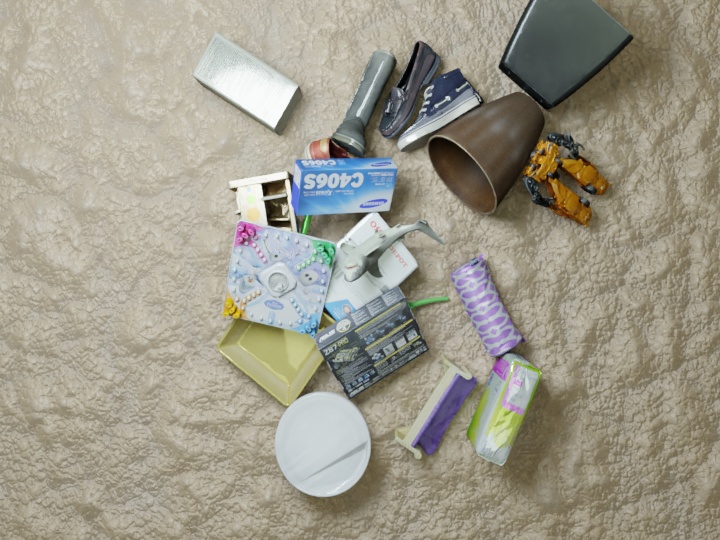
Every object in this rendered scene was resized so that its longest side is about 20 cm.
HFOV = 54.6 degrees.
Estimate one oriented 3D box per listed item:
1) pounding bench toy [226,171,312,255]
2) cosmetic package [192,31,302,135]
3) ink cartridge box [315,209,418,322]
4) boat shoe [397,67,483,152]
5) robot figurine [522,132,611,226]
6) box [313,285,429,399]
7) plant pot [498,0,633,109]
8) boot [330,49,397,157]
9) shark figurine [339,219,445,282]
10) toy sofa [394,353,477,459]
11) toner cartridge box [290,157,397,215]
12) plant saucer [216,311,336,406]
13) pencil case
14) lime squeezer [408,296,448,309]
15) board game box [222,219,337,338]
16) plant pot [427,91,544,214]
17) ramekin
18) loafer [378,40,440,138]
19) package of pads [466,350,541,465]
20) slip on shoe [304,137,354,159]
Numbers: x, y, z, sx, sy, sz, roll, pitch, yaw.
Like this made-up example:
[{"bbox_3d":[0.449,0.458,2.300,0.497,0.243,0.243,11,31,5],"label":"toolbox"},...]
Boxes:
[{"bbox_3d":[-0.149,-0.109,1.395,0.194,0.124,0.161,-10,92,1],"label":"pounding bench toy"},{"bbox_3d":[-0.225,-0.373,1.408,0.197,0.087,0.105,34,91,1],"label":"cosmetic package"},{"bbox_3d":[0.000,0.000,1.414,0.199,0.084,0.146,-41,90,2],"label":"ink cartridge box"},{"bbox_3d":[0.145,-0.326,1.415,0.197,0.075,0.094,-30,83,-5],"label":"boat shoe"},{"bbox_3d":[0.399,-0.178,1.376,0.197,0.058,0.148,30,91,-26],"label":"robot figurine"},{"bbox_3d":[0.025,0.146,1.388,0.197,0.049,0.163,-31,129,-2],"label":"box"},{"bbox_3d":[0.374,-0.427,1.349,0.198,0.200,0.179,38,104,0],"label":"plant pot"},{"bbox_3d":[0.015,-0.329,1.367,0.072,0.182,0.202,32,96,-23],"label":"boot"},{"bbox_3d":[0.047,-0.032,1.345,0.211,0.128,0.091,-30,117,-15],"label":"shark figurine"},{"bbox_3d":[0.158,0.282,1.419,0.096,0.083,0.203,33,92,1],"label":"toy sofa"},{"bbox_3d":[-0.031,-0.161,1.328,0.194,0.044,0.097,-6,128,-22],"label":"toner cartridge box"},{"bbox_3d":[-0.163,0.137,1.435,0.198,0.048,0.202,37,96,3],"label":"plant saucer"},{"bbox_3d":[0.256,0.072,1.415,0.084,0.084,0.205,-26,92,-21],"label":"pencil case"},{"bbox_3d":[0.089,0.098,1.438,0.199,0.038,0.071,-41,91,1],"label":"lime squeezer"},{"bbox_3d":[-0.159,0.021,1.344,0.194,0.026,0.205,13,114,-4],"label":"board game box"},{"bbox_3d":[0.262,-0.250,1.369,0.200,0.187,0.188,-43,90,-13],"label":"plant pot"},{"bbox_3d":[-0.074,0.344,1.421,0.195,0.094,0.210,0,91,1],"label":"ramekin"},{"bbox_3d":[0.085,-0.365,1.402,0.063,0.071,0.203,34,85,-38],"label":"loafer"},{"bbox_3d":[0.282,0.266,1.380,0.067,0.155,0.205,22,92,1],"label":"package of pads"},{"bbox_3d":[-0.026,-0.190,1.376,0.060,0.199,0.076,-20,47,34],"label":"slip on shoe"}]
